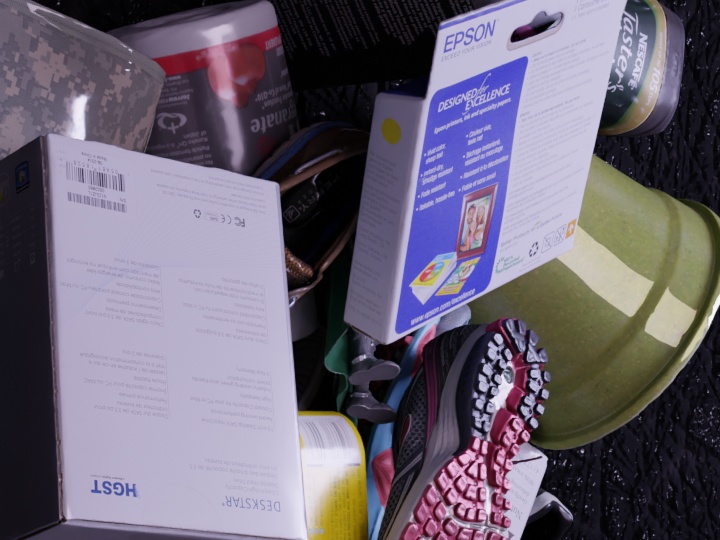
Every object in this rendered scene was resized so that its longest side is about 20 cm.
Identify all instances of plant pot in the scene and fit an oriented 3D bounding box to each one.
[{"bbox_3d":[0.111,-0.014,1.637,0.184,0.200,0.201,38,63,-25],"label":"plant pot"}]

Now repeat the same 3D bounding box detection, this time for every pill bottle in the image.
[{"bbox_3d":[-0.085,-0.054,1.476,0.110,0.110,0.202,-22,105,-43],"label":"pill bottle"}]

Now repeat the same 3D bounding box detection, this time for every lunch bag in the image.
[{"bbox_3d":[-0.209,-0.065,1.345,0.199,0.117,0.165,23,77,-38],"label":"lunch bag"}]

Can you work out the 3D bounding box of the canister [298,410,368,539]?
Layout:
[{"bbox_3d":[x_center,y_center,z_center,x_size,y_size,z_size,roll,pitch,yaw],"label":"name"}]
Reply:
[{"bbox_3d":[-0.090,0.148,1.382,0.199,0.086,0.150,4,83,-46],"label":"canister"}]

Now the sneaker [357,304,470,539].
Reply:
[{"bbox_3d":[0.041,0.112,1.544,0.095,0.079,0.201,24,68,-10],"label":"sneaker"}]

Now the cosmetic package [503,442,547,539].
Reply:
[{"bbox_3d":[0.034,0.187,1.610,0.113,0.081,0.201,38,63,-38],"label":"cosmetic package"}]

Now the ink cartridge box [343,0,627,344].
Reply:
[{"bbox_3d":[0.074,-0.078,1.425,0.197,0.047,0.201,-24,130,-47],"label":"ink cartridge box"}]

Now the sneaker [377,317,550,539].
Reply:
[{"bbox_3d":[0.049,0.123,1.457,0.081,0.074,0.201,44,56,-33],"label":"sneaker"}]

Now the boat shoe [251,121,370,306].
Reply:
[{"bbox_3d":[-0.060,-0.008,1.391,0.072,0.072,0.200,42,78,-19],"label":"boat shoe"}]

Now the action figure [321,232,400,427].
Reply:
[{"bbox_3d":[0.000,0.000,1.519,0.119,0.054,0.201,95,-6,-48],"label":"action figure"}]

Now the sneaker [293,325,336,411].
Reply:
[{"bbox_3d":[-0.059,0.136,1.538,0.106,0.074,0.201,56,51,-45],"label":"sneaker"}]

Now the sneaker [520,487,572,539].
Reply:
[{"bbox_3d":[0.087,0.235,1.666,0.074,0.080,0.202,26,72,-43],"label":"sneaker"}]

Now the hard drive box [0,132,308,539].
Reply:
[{"bbox_3d":[-0.115,0.046,1.266,0.155,0.077,0.202,11,65,-39],"label":"hard drive box"}]

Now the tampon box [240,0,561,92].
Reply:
[{"bbox_3d":[0.036,-0.206,1.538,0.150,0.199,0.127,-42,118,-37],"label":"tampon box"}]

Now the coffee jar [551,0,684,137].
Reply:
[{"bbox_3d":[0.144,-0.160,1.728,0.199,0.085,0.105,15,79,-45],"label":"coffee jar"}]
